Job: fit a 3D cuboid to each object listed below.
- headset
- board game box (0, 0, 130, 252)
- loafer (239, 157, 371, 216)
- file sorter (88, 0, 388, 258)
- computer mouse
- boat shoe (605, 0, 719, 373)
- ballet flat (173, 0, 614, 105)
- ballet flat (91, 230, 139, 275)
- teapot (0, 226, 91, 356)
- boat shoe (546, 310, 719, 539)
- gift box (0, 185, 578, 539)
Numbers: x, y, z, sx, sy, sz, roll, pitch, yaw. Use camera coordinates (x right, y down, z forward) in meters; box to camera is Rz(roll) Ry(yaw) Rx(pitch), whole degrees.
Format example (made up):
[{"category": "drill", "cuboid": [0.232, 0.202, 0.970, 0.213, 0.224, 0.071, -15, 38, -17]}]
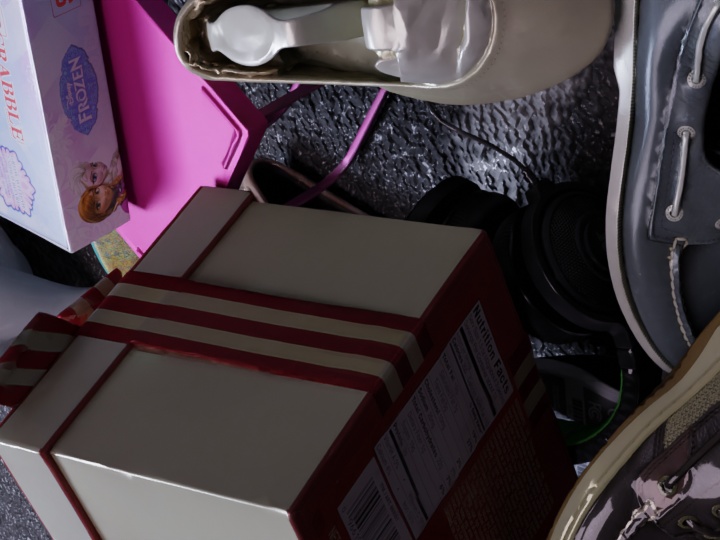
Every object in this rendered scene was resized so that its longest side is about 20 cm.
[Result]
[{"category": "headset", "cuboid": [0.075, -0.013, 0.825, 0.123, 0.094, 0.202, 5, 120, 40]}, {"category": "board game box", "cuboid": [-0.200, -0.132, 0.896, 0.198, 0.041, 0.202, 25, 133, 39]}, {"category": "loafer", "cuboid": [0.000, 0.000, 0.954, 0.199, 0.071, 0.064, 26, 128, 41]}, {"category": "file sorter", "cuboid": [-0.092, -0.123, 0.915, 0.200, 0.125, 0.139, 49, 144, 13]}, {"category": "computer mouse", "cuboid": [0.151, 0.078, 0.848, 0.199, 0.044, 0.111, 18, 126, 40]}, {"category": "boat shoe", "cuboid": [0.142, -0.041, 0.741, 0.061, 0.072, 0.202, 21, 127, 45]}, {"category": "ballet flat", "cuboid": [0.005, -0.099, 0.752, 0.198, 0.069, 0.070, 3, 120, 37]}, {"category": "ballet flat", "cuboid": [-0.136, -0.071, 1.070, 0.070, 0.070, 0.202, 5, 120, 49]}, {"category": "teapot", "cuboid": [-0.289, 0.034, 1.274, 0.200, 0.145, 0.198, 50, 119, 39]}, {"category": "boat shoe", "cuboid": [0.145, 0.078, 0.751, 0.065, 0.073, 0.201, 44, 108, 37]}, {"category": "gift box", "cuboid": [-0.044, 0.085, 0.793, 0.185, 0.200, 0.186, 9, 132, 37]}]
